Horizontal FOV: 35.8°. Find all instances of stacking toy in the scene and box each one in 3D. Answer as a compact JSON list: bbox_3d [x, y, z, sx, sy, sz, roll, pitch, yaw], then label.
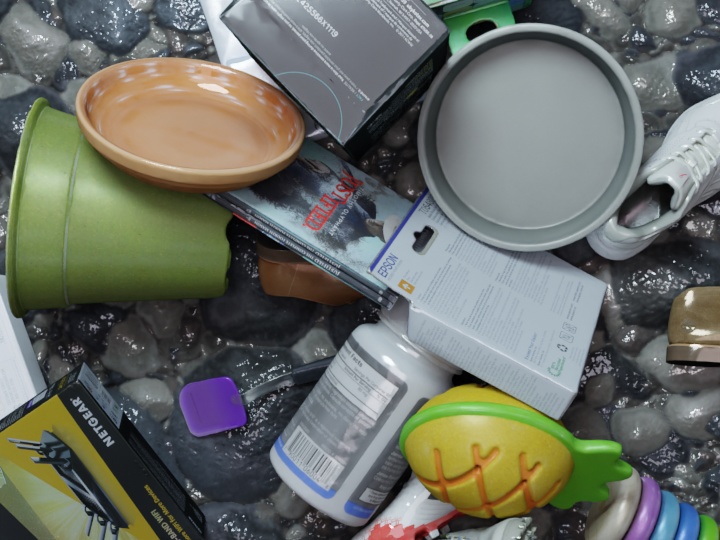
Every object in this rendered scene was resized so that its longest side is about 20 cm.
[{"bbox_3d":[0.310,0.258,1.020,0.199,0.085,0.086,26,91,1],"label":"stacking toy"}]

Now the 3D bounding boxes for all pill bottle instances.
[{"bbox_3d":[0.015,0.122,1.024,0.113,0.114,0.201,36,95,5],"label":"pill bottle"}]

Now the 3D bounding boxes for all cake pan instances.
[{"bbox_3d":[0.151,-0.119,0.999,0.198,0.037,0.202,2,105,9],"label":"cake pan"}]

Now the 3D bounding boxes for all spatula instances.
[{"bbox_3d":[-0.079,0.110,1.081,0.198,0.021,0.057,-19,106,0],"label":"spatula"}]

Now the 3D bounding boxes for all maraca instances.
[{"bbox_3d":[0.131,0.160,0.955,0.198,0.137,0.108,15,54,-8],"label":"maraca"}]

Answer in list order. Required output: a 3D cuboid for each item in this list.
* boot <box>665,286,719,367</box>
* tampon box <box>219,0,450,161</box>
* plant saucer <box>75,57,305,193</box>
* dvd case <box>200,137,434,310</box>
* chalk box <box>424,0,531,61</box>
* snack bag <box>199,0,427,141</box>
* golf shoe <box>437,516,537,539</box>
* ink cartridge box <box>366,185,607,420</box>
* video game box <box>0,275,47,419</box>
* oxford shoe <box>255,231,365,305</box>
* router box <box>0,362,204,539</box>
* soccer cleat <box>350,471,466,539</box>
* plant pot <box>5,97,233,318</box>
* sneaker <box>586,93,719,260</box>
[{"bbox_3d":[0.384,0.053,1.024,0.198,0.074,0.076,3,79,7],"label":"boot"},{"bbox_3d":[-0.016,-0.196,0.973,0.150,0.200,0.126,45,93,0],"label":"tampon box"},{"bbox_3d":[-0.148,-0.125,0.977,0.199,0.201,0.038,18,125,5],"label":"plant saucer"},{"bbox_3d":[-0.033,-0.059,1.014,0.199,0.146,0.022,33,126,0],"label":"dvd case"},{"bbox_3d":[0.091,-0.292,1.027,0.123,0.124,0.202,-15,89,3],"label":"chalk box"},{"bbox_3d":[-0.050,-0.229,1.088,0.187,0.021,0.202,-19,87,5],"label":"snack bag"},{"bbox_3d":[0.104,0.259,0.977,0.096,0.200,0.079,7,67,7],"label":"golf shoe"},{"bbox_3d":[0.112,0.021,0.987,0.199,0.200,0.041,30,122,5],"label":"ink cartridge box"},{"bbox_3d":[-0.402,0.130,1.098,0.181,0.047,0.201,-21,87,1],"label":"video game box"},{"bbox_3d":[0.000,0.000,1.067,0.198,0.071,0.072,4,120,2],"label":"oxford shoe"},{"bbox_3d":[-0.266,0.212,1.050,0.157,0.052,0.201,-34,106,3],"label":"router box"},{"bbox_3d":[0.071,0.203,1.050,0.199,0.069,0.086,-29,73,4],"label":"soccer cleat"},{"bbox_3d":[-0.210,-0.047,1.030,0.188,0.200,0.202,6,89,-8],"label":"plant pot"},{"bbox_3d":[0.294,-0.086,1.015,0.078,0.099,0.200,43,93,3],"label":"sneaker"}]
